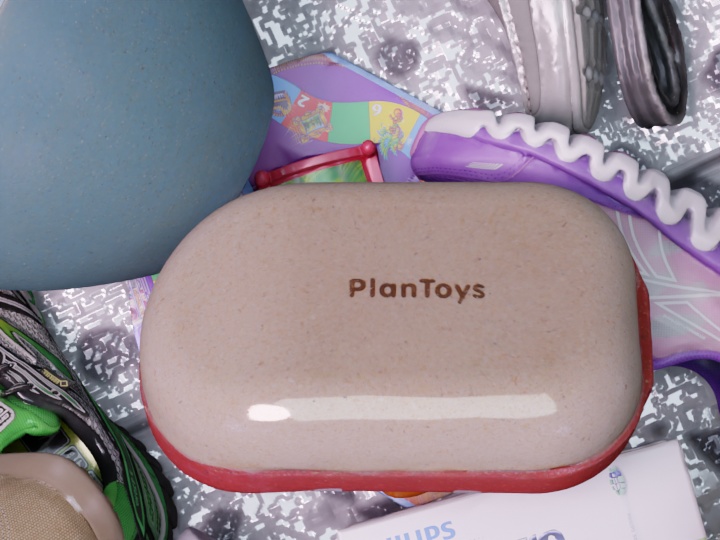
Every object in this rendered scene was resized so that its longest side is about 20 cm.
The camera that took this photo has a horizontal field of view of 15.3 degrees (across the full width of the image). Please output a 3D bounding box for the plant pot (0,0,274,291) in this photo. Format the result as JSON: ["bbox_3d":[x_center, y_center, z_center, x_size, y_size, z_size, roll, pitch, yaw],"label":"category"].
[{"bbox_3d":[-0.115,-0.072,1.092,0.135,0.200,0.200,28,86,-22],"label":"plant pot"}]

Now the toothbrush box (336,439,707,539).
[{"bbox_3d":[0.085,0.184,1.101,0.145,0.086,0.201,-16,86,-1],"label":"toothbrush box"}]

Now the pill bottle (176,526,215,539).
[{"bbox_3d":[-0.093,0.212,1.090,0.114,0.114,0.200,37,87,4],"label":"pill bottle"}]

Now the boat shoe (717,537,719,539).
[{"bbox_3d":[0.158,0.118,0.994,0.073,0.062,0.200,36,118,18],"label":"boat shoe"}]

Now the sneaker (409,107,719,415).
[{"bbox_3d":[0.106,0.001,1.113,0.200,0.080,0.089,26,88,-3],"label":"sneaker"}]

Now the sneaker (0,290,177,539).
[{"bbox_3d":[-0.153,0.047,1.120,0.200,0.085,0.078,44,87,5],"label":"sneaker"}]

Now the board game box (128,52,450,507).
[{"bbox_3d":[0.000,0.000,1.141,0.200,0.039,0.158,29,86,3],"label":"board game box"}]

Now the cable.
[{"bbox_3d":[0.116,-0.163,1.127,0.050,0.097,0.201,-13,83,20],"label":"cable"}]

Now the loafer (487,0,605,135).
[{"bbox_3d":[0.060,-0.152,1.145,0.070,0.070,0.201,-12,83,14],"label":"loafer"}]

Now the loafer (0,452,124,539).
[{"bbox_3d":[-0.185,0.116,1.078,0.200,0.067,0.076,-15,109,39],"label":"loafer"}]

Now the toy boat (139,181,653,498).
[{"bbox_3d":[0.013,0.044,1.061,0.199,0.131,0.131,1,54,2],"label":"toy boat"}]
